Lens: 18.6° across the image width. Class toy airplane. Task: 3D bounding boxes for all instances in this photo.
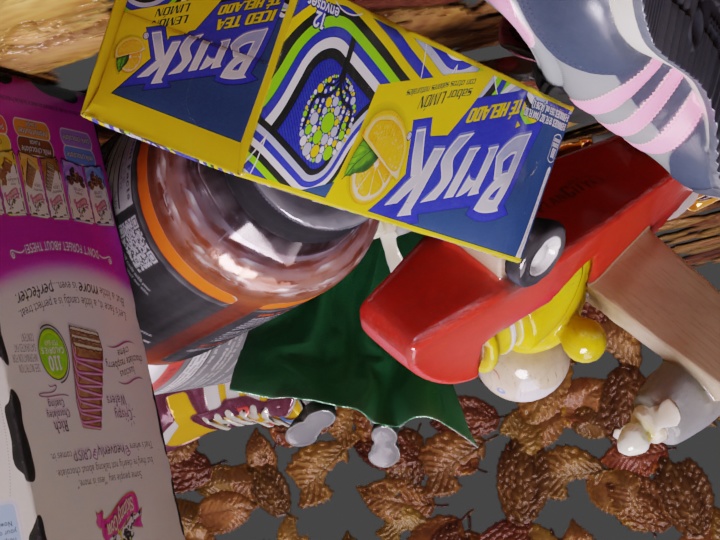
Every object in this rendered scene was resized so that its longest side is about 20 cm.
[{"bbox_3d":[0.091,-0.006,0.984,0.198,0.200,0.142,9,126,-9],"label":"toy airplane"}]

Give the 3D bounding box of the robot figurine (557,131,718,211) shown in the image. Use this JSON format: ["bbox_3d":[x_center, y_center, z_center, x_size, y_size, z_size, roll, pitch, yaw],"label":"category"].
[{"bbox_3d":[0.157,-0.056,1.402,0.199,0.059,0.145,-14,175,15],"label":"robot figurine"}]

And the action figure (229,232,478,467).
[{"bbox_3d":[0.000,0.000,1.066,0.118,0.201,0.055,17,137,-13],"label":"action figure"}]

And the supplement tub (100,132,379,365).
[{"bbox_3d":[-0.058,-0.027,0.936,0.107,0.107,0.200,-10,172,-29],"label":"supplement tub"}]

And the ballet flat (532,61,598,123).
[{"bbox_3d":[0.150,-0.120,0.892,0.199,0.057,0.066,-23,142,33],"label":"ballet flat"}]

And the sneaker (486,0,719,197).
[{"bbox_3d":[0.100,-0.086,0.834,0.082,0.070,0.200,8,162,24],"label":"sneaker"}]

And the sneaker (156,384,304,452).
[{"bbox_3d":[-0.072,0.079,1.460,0.200,0.090,0.075,-41,155,24],"label":"sneaker"}]

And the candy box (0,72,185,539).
[{"bbox_3d":[-0.135,0.029,0.843,0.061,0.201,0.136,-15,174,16],"label":"candy box"}]

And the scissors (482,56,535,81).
[{"bbox_3d":[0.078,-0.088,0.975,0.199,0.014,0.073,-10,-146,-8],"label":"scissors"}]

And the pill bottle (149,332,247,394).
[{"bbox_3d":[-0.076,0.002,1.143,0.116,0.116,0.200,-17,173,35],"label":"pill bottle"}]

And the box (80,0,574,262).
[{"bbox_3d":[-0.004,-0.054,0.753,0.070,0.065,0.200,21,-176,30],"label":"box"}]
